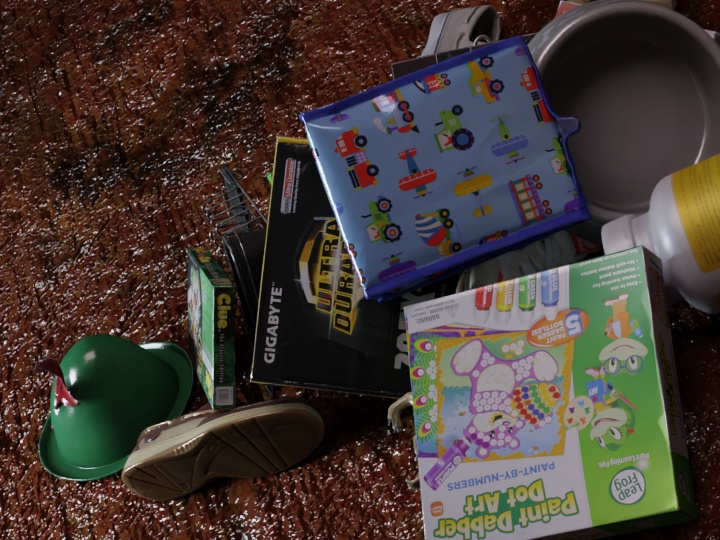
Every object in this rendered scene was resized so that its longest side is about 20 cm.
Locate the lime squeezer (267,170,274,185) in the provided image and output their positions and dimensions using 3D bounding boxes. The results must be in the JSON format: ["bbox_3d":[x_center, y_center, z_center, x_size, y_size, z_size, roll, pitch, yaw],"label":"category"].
[{"bbox_3d":[-0.021,0.002,1.652,0.038,0.201,0.071,-38,3,-37],"label":"lime squeezer"}]

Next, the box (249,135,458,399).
[{"bbox_3d":[0.000,0.000,1.569,0.158,0.049,0.202,6,87,5],"label":"box"}]

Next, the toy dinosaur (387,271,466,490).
[{"bbox_3d":[0.078,0.112,1.501,0.101,0.058,0.201,-23,61,19],"label":"toy dinosaur"}]

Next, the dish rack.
[{"bbox_3d":[-0.096,0.001,1.708,0.054,0.154,0.200,-19,28,-10],"label":"dish rack"}]

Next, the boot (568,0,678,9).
[{"bbox_3d":[0.275,-0.300,1.788,0.144,0.071,0.201,-40,21,-10],"label":"boot"}]

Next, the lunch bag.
[{"bbox_3d":[0.075,-0.082,1.490,0.199,0.152,0.094,-21,-5,7],"label":"lunch bag"}]

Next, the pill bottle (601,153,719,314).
[{"bbox_3d":[0.287,-0.035,1.448,0.199,0.112,0.113,-23,37,19],"label":"pill bottle"}]

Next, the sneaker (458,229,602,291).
[{"bbox_3d":[0.146,-0.025,1.582,0.093,0.071,0.200,3,36,23],"label":"sneaker"}]

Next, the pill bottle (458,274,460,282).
[{"bbox_3d":[0.026,-0.047,1.693,0.199,0.112,0.113,2,50,43],"label":"pill bottle"}]

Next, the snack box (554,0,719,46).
[{"bbox_3d":[0.261,-0.206,1.706,0.199,0.072,0.025,23,97,52],"label":"snack box"}]

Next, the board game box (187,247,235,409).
[{"bbox_3d":[-0.131,0.047,1.684,0.023,0.106,0.200,1,10,-11],"label":"board game box"}]

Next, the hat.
[{"bbox_3d":[-0.258,0.075,1.740,0.199,0.176,0.166,3,50,43],"label":"hat"}]

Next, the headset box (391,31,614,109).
[{"bbox_3d":[0.139,-0.156,1.658,0.198,0.078,0.149,-10,-1,10],"label":"headset box"}]

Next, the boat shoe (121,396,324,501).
[{"bbox_3d":[-0.115,0.136,1.644,0.199,0.072,0.072,-23,37,30],"label":"boat shoe"}]

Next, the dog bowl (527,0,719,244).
[{"bbox_3d":[0.213,-0.122,1.541,0.200,0.200,0.059,-39,0,-4],"label":"dog bowl"}]

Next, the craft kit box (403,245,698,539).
[{"bbox_3d":[0.134,0.101,1.410,0.199,0.048,0.199,-16,69,25],"label":"craft kit box"}]

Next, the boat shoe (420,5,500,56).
[{"bbox_3d":[0.110,-0.192,1.832,0.085,0.075,0.203,-18,29,21],"label":"boat shoe"}]
